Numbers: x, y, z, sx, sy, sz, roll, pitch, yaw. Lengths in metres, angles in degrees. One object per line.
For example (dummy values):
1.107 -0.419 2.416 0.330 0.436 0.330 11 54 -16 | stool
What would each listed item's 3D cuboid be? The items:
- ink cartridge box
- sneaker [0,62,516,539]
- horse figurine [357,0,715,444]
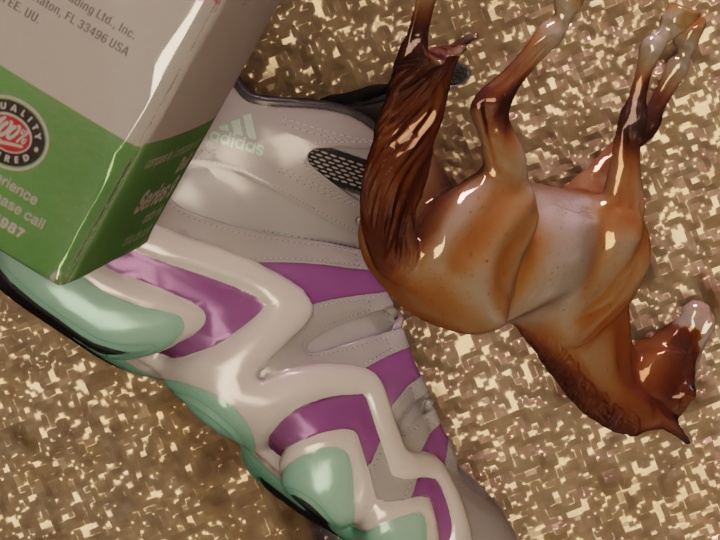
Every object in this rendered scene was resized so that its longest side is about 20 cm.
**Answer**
-0.082 -0.121 0.808 0.145 0.087 0.201 31 105 7 | ink cartridge box
0.000 0.000 0.912 0.200 0.078 0.140 38 82 -21 | sneaker
0.051 -0.023 0.878 0.050 0.200 0.133 22 96 35 | horse figurine
